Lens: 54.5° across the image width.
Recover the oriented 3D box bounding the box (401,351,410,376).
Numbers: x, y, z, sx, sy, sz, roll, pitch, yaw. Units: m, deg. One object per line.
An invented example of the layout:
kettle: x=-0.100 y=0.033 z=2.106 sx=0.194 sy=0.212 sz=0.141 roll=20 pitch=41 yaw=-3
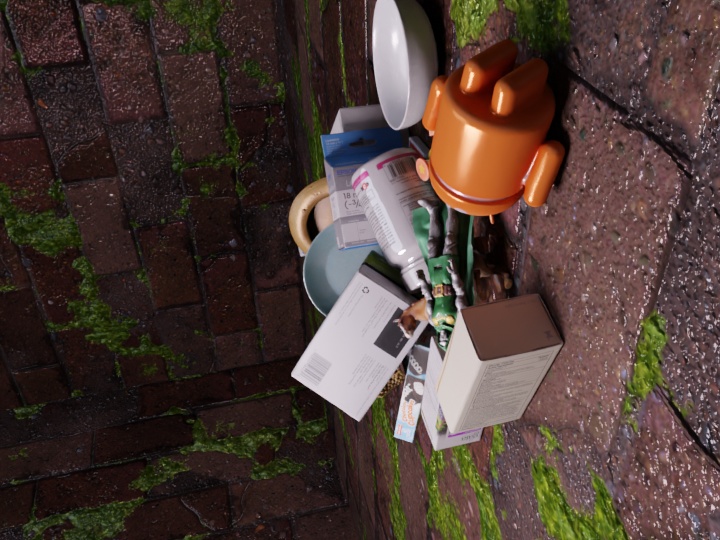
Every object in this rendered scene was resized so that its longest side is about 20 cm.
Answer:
box: x=0.099 y=0.098 z=1.320 sx=0.200 sy=0.049 sz=0.161 roll=94 pitch=165 yaw=-50

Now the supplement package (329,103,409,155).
supplement package: x=0.013 y=-0.218 z=1.307 sx=0.200 sy=0.120 sz=0.122 roll=139 pitch=121 yaw=-78

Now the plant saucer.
plant saucer: x=0.000 y=0.000 z=1.235 sx=0.039 sy=0.201 sz=0.201 roll=-95 pitch=-2 yaw=-76

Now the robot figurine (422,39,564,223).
robot figurine: x=0.135 y=-0.137 z=0.735 sx=0.200 sy=0.144 sz=0.117 roll=96 pitch=-176 yaw=-54

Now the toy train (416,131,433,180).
toy train: x=0.124 y=-0.140 z=0.958 sx=0.200 sy=0.056 sz=0.151 roll=109 pitch=151 yaw=-68

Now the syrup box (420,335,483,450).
syrup box: x=0.146 y=0.183 z=1.057 sx=0.200 sy=0.079 sz=0.082 roll=91 pitch=165 yaw=-45

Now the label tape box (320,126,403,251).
label tape box: x=0.021 y=-0.143 z=1.163 sx=0.063 sy=0.144 sz=0.200 roll=166 pitch=95 yaw=-79

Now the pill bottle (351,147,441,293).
pill bottle: x=0.074 y=-0.074 z=1.062 sx=0.113 sy=0.113 sz=0.200 roll=118 pitch=130 yaw=-73

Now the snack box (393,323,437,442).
snack box: x=0.102 y=0.174 z=1.171 sx=0.116 sy=0.037 sz=0.200 roll=-54 pitch=-24 yaw=-56

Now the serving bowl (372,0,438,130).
serving bowl: x=0.073 y=-0.315 z=1.049 sx=0.200 sy=0.066 sz=0.201 roll=170 pitch=90 yaw=-79

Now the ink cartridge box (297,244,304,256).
ink cartridge box: x=-0.027 y=-0.092 z=1.417 sx=0.146 sy=0.200 sz=0.086 roll=168 pitch=91 yaw=-80

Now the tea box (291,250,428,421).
tea box: x=0.010 y=0.096 z=1.128 sx=0.200 sy=0.134 sz=0.197 roll=-56 pitch=0 yaw=12

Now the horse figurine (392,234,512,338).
horse figurine: x=0.129 y=0.031 z=0.940 sx=0.200 sy=0.050 sz=0.133 roll=-63 pitch=31 yaw=19

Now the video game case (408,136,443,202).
video game case: x=0.109 y=-0.106 z=1.170 sx=0.143 sy=0.017 sz=0.200 roll=-115 pitch=18 yaw=-56

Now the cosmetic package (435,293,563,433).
cosmetic package: x=0.161 y=0.119 z=0.854 sx=0.200 sy=0.103 sz=0.073 roll=96 pitch=160 yaw=-53

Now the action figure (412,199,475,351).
action figure: x=0.108 y=0.003 z=0.892 sx=0.118 sy=0.055 sz=0.200 roll=-17 pitch=73 yaw=50

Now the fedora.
fedora: x=-0.027 y=-0.098 z=1.268 sx=0.082 sy=0.200 sz=0.201 roll=-84 pitch=-8 yaw=-60

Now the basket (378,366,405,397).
basket: x=-0.008 y=0.196 z=1.375 sx=0.143 sy=0.149 sz=0.200 roll=57 pitch=174 yaw=3
